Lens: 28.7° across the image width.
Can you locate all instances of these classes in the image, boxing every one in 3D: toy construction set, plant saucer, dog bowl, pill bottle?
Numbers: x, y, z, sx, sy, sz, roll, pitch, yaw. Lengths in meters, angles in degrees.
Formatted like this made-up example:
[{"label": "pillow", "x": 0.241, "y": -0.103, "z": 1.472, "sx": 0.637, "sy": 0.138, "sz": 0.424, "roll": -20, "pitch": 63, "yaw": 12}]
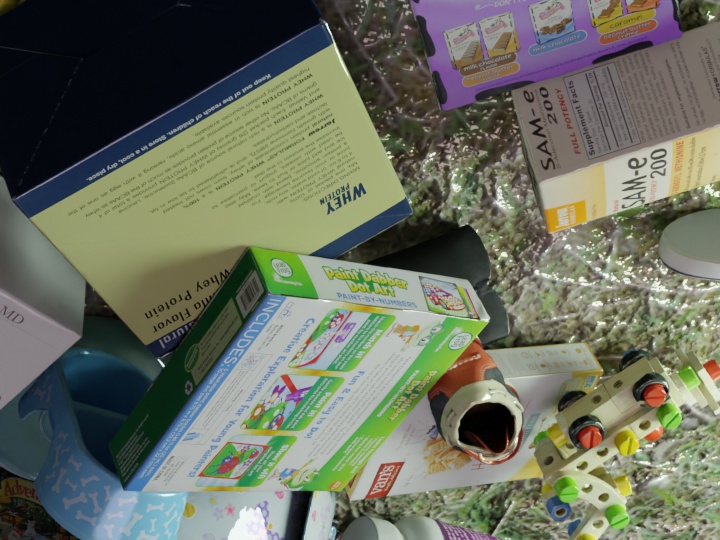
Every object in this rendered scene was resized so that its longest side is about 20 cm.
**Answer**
[{"label": "toy construction set", "x": 0.226, "y": 0.137, "z": 1.174, "sx": 0.200, "sy": 0.092, "sz": 0.131, "roll": -42, "pitch": 122, "yaw": -3}, {"label": "plant saucer", "x": -0.233, "y": 0.118, "z": 1.159, "sx": 0.197, "sy": 0.028, "sz": 0.202, "roll": -4, "pitch": 133, "yaw": -5}, {"label": "dog bowl", "x": -0.184, "y": 0.125, "z": 1.029, "sx": 0.111, "sy": 0.200, "sz": 0.050, "roll": 20, "pitch": 110, "yaw": -30}, {"label": "pill bottle", "x": 0.077, "y": 0.294, "z": 1.317, "sx": 0.198, "sy": 0.113, "sz": 0.113, "roll": 21, "pitch": 126, "yaw": -26}]

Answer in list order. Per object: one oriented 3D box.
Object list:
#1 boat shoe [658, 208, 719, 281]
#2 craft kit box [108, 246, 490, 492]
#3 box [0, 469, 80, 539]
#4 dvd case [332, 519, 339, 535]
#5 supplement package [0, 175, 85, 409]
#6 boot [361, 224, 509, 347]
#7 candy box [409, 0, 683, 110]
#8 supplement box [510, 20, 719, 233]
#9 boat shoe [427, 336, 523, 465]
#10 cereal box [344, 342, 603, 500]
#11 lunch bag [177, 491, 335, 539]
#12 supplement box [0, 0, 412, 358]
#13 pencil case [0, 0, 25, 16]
[{"label": "boat shoe", "x": 0.326, "y": -0.004, "z": 1.116, "sx": 0.197, "sy": 0.071, "sz": 0.070, "roll": -4, "pitch": 131, "yaw": -15}, {"label": "craft kit box", "x": -0.041, "y": 0.076, "z": 0.959, "sx": 0.196, "sy": 0.049, "sz": 0.200, "roll": 11, "pitch": 130, "yaw": -40}, {"label": "box", "x": -0.309, "y": 0.231, "z": 1.174, "sx": 0.198, "sy": 0.138, "sz": 0.038, "roll": 16, "pitch": 131, "yaw": -23}, {"label": "dvd case", "x": -0.140, "y": 0.254, "z": 1.306, "sx": 0.198, "sy": 0.016, "sz": 0.149, "roll": 22, "pitch": 127, "yaw": -27}, {"label": "supplement package", "x": -0.302, "y": 0.037, "z": 1.009, "sx": 0.200, "sy": 0.118, "sz": 0.116, "roll": -39, "pitch": 124, "yaw": 24}, {"label": "boot", "x": 0.000, "y": 0.001, "z": 1.052, "sx": 0.198, "sy": 0.066, "sz": 0.167, "roll": -15, "pitch": 96, "yaw": -12}, {"label": "candy box", "x": 0.101, "y": -0.218, "z": 0.874, "sx": 0.166, "sy": 0.072, "sz": 0.201, "roll": -16, "pitch": 134, "yaw": 6}, {"label": "supplement box", "x": 0.209, "y": -0.101, "z": 0.965, "sx": 0.198, "sy": 0.074, "sz": 0.126, "roll": -17, "pitch": 163, "yaw": 7}, {"label": "boat shoe", "x": 0.093, "y": 0.112, "z": 1.079, "sx": 0.071, "sy": 0.063, "sz": 0.200, "roll": -28, "pitch": 148, "yaw": 0}, {"label": "cereal box", "x": 0.091, "y": 0.127, "z": 1.184, "sx": 0.198, "sy": 0.040, "sz": 0.145, "roll": -4, "pitch": 136, "yaw": -27}, {"label": "lunch bag", "x": -0.098, "y": 0.223, "z": 1.129, "sx": 0.126, "sy": 0.171, "sz": 0.200, "roll": -17, "pitch": 137, "yaw": 40}, {"label": "supplement box", "x": -0.101, "y": -0.085, "z": 0.865, "sx": 0.198, "sy": 0.135, "sz": 0.200, "roll": -29, "pitch": 146, "yaw": 1}, {"label": "pencil case", "x": -0.253, "y": -0.143, "z": 0.876, "sx": 0.087, "sy": 0.089, "sz": 0.201, "roll": 16, "pitch": 130, "yaw": -23}]
